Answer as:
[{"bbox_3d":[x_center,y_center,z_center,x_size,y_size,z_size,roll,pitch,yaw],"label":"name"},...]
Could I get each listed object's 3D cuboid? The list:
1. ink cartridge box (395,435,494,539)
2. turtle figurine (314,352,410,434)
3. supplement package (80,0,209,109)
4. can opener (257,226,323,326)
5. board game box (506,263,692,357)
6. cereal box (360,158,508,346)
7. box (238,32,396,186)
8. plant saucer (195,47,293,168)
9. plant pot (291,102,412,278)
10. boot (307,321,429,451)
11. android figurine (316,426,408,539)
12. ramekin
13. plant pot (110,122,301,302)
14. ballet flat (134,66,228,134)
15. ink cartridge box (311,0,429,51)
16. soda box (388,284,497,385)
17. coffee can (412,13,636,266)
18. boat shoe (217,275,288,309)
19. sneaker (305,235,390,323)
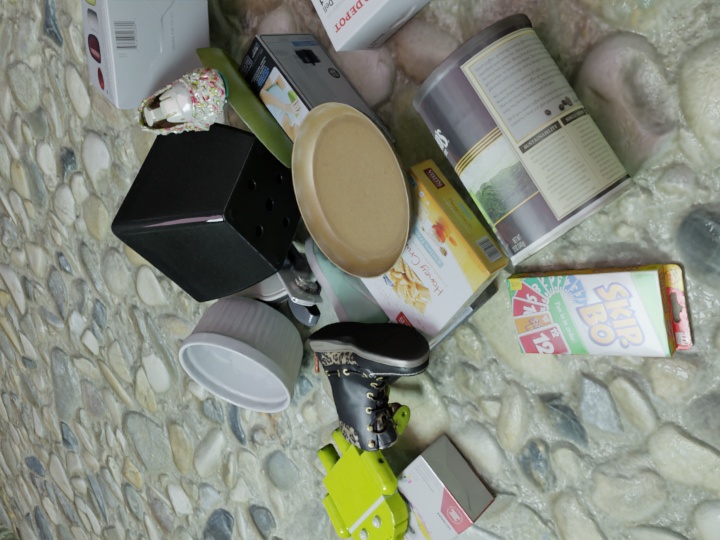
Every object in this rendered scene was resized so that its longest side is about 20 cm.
[{"bbox_3d":[0.095,0.353,1.002,0.117,0.067,0.201,49,133,17],"label":"ink cartridge box"},{"bbox_3d":[0.012,0.196,1.009,0.160,0.064,0.204,6,125,61],"label":"turtle figurine"},{"bbox_3d":[-0.320,-0.359,0.989,0.199,0.144,0.196,36,130,51],"label":"supplement package"},{"bbox_3d":[-0.112,0.001,1.003,0.201,0.051,0.068,57,131,45],"label":"can opener"},{"bbox_3d":[0.264,0.047,0.758,0.196,0.030,0.098,-6,104,41],"label":"board game box"},{"bbox_3d":[0.072,-0.007,0.778,0.145,0.039,0.201,53,145,16],"label":"cereal box"},{"bbox_3d":[-0.055,-0.215,0.876,0.202,0.115,0.060,55,130,12],"label":"box"},{"bbox_3d":[-0.149,-0.232,0.926,0.031,0.200,0.202,-37,79,7],"label":"plant saucer"},{"bbox_3d":[-0.008,-0.092,0.770,0.198,0.027,0.205,27,129,39],"label":"plant pot"},{"bbox_3d":[0.021,0.148,0.841,0.197,0.072,0.155,1,111,45],"label":"boot"},{"bbox_3d":[0.002,0.342,1.015,0.202,0.040,0.183,58,136,24],"label":"android figurine"},{"bbox_3d":[-0.186,0.133,1.093,0.195,0.107,0.203,15,144,11],"label":"ramekin"},{"bbox_3d":[-0.193,-0.087,0.955,0.174,0.204,0.200,0,148,35],"label":"plant pot"},{"bbox_3d":[-0.236,-0.208,0.864,0.198,0.063,0.078,-4,106,54],"label":"ballet flat"},{"bbox_3d":[-0.005,-0.384,0.781,0.145,0.083,0.204,-29,87,45],"label":"ink cartridge box"},{"bbox_3d":[0.089,0.069,0.892,0.064,0.068,0.201,51,132,11],"label":"soda box"},{"bbox_3d":[0.165,-0.131,0.689,0.146,0.145,0.203,-38,81,43],"label":"coffee can"},{"bbox_3d":[-0.153,0.038,1.102,0.197,0.075,0.060,-21,137,35],"label":"boat shoe"},{"bbox_3d":[0.000,0.000,0.960,0.117,0.074,0.202,-37,55,7],"label":"sneaker"}]
